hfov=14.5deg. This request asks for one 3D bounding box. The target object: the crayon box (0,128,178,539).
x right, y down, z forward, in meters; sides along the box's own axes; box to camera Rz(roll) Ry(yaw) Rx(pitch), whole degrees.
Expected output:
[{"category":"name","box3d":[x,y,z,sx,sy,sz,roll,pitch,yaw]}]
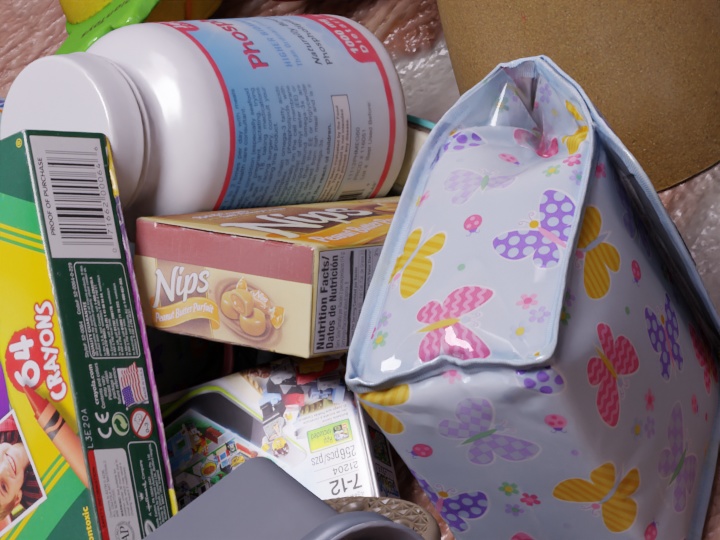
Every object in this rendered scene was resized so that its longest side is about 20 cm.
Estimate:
[{"category":"crayon box","box3d":[-0.176,0.054,1.328,0.172,0.058,0.201,-20,77,40]}]

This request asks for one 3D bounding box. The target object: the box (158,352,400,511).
[{"category":"box","box3d":[-0.080,0.115,1.358,0.199,0.035,0.111,-18,69,16]}]

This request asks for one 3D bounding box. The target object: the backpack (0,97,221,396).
[{"category":"backpack","box3d":[-0.173,0.002,1.487,0.199,0.151,0.178,16,41,26]}]

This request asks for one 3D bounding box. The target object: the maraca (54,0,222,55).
[{"category":"maraca","box3d":[-0.130,-0.183,1.689,0.137,0.107,0.200,-38,20,32]}]

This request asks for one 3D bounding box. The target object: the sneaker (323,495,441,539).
[{"category":"sneaker","box3d":[-0.046,0.162,1.293,0.199,0.076,0.071,-17,23,19]}]

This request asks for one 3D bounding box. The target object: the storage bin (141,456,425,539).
[{"category":"storage bin","box3d":[-0.020,0.182,1.169,0.145,0.200,0.134,-37,27,-8]}]

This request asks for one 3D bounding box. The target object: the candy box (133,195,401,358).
[{"category":"candy box","box3d":[0.000,0.000,1.360,0.115,0.056,0.199,9,10,40]}]

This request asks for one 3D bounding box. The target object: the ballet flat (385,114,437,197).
[{"category":"ballet flat","box3d":[0.004,-0.059,1.521,0.069,0.070,0.200,-43,38,-15]}]

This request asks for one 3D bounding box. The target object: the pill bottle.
[{"category":"pill bottle","box3d":[-0.078,-0.071,1.410,0.108,0.109,0.199,12,14,41]}]

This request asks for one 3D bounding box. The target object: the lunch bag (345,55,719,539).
[{"category":"lunch bag","box3d":[0.094,0.022,1.274,0.127,0.170,0.201,-9,42,27]}]

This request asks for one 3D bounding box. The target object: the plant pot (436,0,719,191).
[{"category":"plant pot","box3d":[0.110,-0.169,1.451,0.185,0.200,0.187,-17,40,15]}]

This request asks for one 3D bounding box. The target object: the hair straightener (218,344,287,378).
[{"category":"hair straightener","box3d":[-0.045,0.058,1.430,0.077,0.041,0.200,2,49,35]}]
